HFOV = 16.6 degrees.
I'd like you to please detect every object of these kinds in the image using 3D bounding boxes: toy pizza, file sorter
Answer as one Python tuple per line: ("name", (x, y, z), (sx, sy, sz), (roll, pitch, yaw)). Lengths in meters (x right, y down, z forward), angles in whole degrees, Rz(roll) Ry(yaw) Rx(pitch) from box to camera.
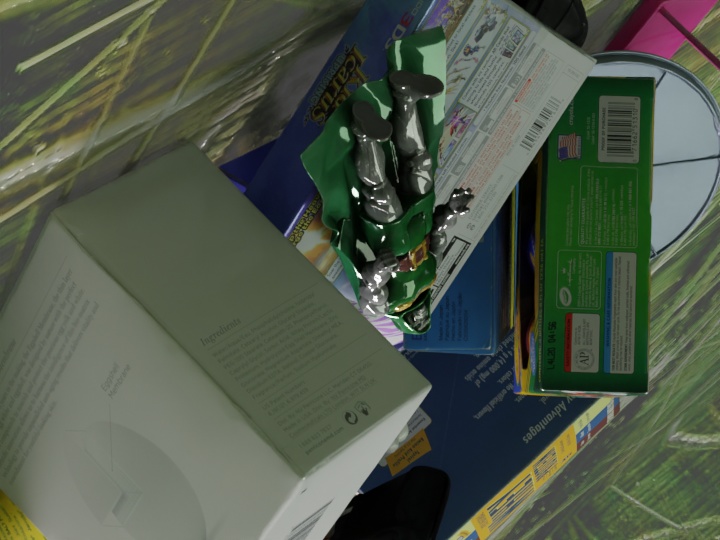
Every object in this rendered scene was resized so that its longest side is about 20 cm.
("toy pizza", (0.177, -0.081, 1.850), (0.200, 0.032, 0.200), (-7, 125, -10))
("file sorter", (0.240, -0.112, 1.948), (0.200, 0.125, 0.139), (-52, 165, 28))

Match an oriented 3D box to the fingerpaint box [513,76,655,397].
("fingerpaint box", (0.143, -0.018, 1.609), (0.073, 0.200, 0.167), (2, 177, -2))

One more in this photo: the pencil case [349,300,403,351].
("pencil case", (0.000, 0.000, 1.704), (0.085, 0.084, 0.200), (-20, 165, 3))

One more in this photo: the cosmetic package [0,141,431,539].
("cosmetic package", (-0.101, 0.075, 1.373), (0.123, 0.200, 0.199), (-33, 163, -46))

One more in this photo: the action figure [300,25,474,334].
("action figure", (0.022, -0.031, 1.398), (0.118, 0.055, 0.200), (-40, 148, -23))

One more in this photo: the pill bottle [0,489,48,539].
("pill bottle", (-0.252, 0.177, 1.426), (0.200, 0.112, 0.112), (-25, 157, -54))

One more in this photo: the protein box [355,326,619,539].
("protein box", (0.059, 0.091, 1.871), (0.199, 0.200, 0.135), (-43, 167, -4))

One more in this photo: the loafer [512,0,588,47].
("loafer", (0.054, -0.122, 1.537), (0.200, 0.068, 0.070), (-39, 133, -10))

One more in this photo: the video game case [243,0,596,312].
("video game case", (0.031, -0.076, 1.451), (0.200, 0.045, 0.181), (-57, 147, 6))

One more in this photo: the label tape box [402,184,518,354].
("label tape box", (0.071, -0.026, 1.668), (0.200, 0.063, 0.145), (-29, 120, -80))

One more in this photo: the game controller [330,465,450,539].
("game controller", (-0.019, 0.194, 1.629), (0.200, 0.042, 0.104), (-29, -161, 40))

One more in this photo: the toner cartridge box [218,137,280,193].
("toner cartridge box", (-0.057, 0.016, 1.516), (0.095, 0.043, 0.200), (-28, 139, -45))

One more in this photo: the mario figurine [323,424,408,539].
("mario figurine", (-0.029, 0.151, 1.595), (0.200, 0.106, 0.124), (-51, 147, -58))
